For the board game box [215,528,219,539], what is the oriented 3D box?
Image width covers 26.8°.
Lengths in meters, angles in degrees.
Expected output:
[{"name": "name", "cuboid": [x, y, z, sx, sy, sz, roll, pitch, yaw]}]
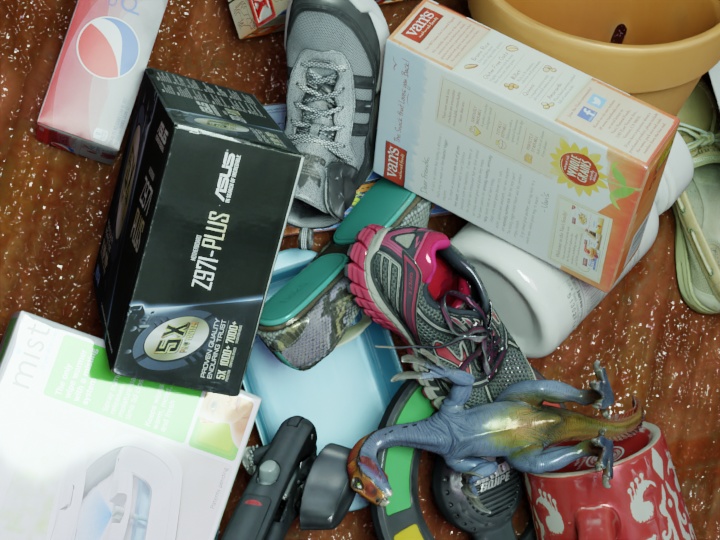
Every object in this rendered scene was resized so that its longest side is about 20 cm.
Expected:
[{"name": "board game box", "cuboid": [-0.204, 0.196, 1.084, 0.199, 0.040, 0.154, 12, 82, -14]}]

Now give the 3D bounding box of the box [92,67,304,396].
[{"name": "box", "cuboid": [-0.115, -0.032, 1.011, 0.086, 0.200, 0.165, 12, 105, -17]}]

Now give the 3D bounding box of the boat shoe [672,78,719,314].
[{"name": "boat shoe", "cuboid": [0.284, -0.066, 1.232, 0.073, 0.063, 0.202, -5, 86, -16]}]

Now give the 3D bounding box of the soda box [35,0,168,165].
[{"name": "soda box", "cuboid": [-0.179, -0.184, 1.111, 0.063, 0.070, 0.201, 18, 80, -11]}]

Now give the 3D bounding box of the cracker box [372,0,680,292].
[{"name": "cracker box", "cuboid": [0.108, -0.086, 1.047, 0.199, 0.134, 0.058, 28, 55, 16]}]

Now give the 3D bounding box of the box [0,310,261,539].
[{"name": "box", "cuboid": [-0.187, 0.150, 1.023, 0.176, 0.097, 0.201, 22, 80, -15]}]

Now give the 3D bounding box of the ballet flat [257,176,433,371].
[{"name": "ballet flat", "cuboid": [0.000, 0.000, 1.113, 0.072, 0.072, 0.200, 47, 61, -7]}]

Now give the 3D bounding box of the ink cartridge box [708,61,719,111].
[{"name": "ink cartridge box", "cuboid": [0.333, -0.128, 1.217, 0.067, 0.200, 0.117, -16, 89, 20]}]

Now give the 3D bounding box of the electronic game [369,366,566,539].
[{"name": "electronic game", "cuboid": [0.091, 0.159, 1.145, 0.199, 0.042, 0.202, 3, 84, -33]}]

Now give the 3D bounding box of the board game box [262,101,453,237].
[{"name": "board game box", "cuboid": [0.015, -0.088, 1.183, 0.199, 0.019, 0.104, -8, 86, -16]}]

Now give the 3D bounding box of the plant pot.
[{"name": "plant pot", "cuboid": [0.169, -0.170, 1.111, 0.199, 0.141, 0.201, 3, 46, -3]}]

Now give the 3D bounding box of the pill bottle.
[{"name": "pill bottle", "cuboid": [0.164, -0.036, 1.166, 0.200, 0.114, 0.115, -43, 97, -24]}]

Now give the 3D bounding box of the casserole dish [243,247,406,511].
[{"name": "casserole dish", "cuboid": [-0.031, 0.082, 1.144, 0.120, 0.039, 0.201, -19, 89, -16]}]

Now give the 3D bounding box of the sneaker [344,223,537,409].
[{"name": "sneaker", "cuboid": [0.070, 0.045, 1.077, 0.200, 0.074, 0.081, 45, 58, -35]}]

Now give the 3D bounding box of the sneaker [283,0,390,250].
[{"name": "sneaker", "cuboid": [-0.027, -0.104, 1.055, 0.075, 0.201, 0.114, 11, 49, 12]}]

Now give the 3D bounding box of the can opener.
[{"name": "can opener", "cuboid": [-0.066, 0.174, 1.033, 0.200, 0.078, 0.064, -55, 136, -50]}]

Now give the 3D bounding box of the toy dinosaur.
[{"name": "toy dinosaur", "cuboid": [0.089, 0.128, 1.067, 0.180, 0.200, 0.106, -12, 68, 25]}]

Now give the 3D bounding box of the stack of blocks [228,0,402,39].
[{"name": "stack of blocks", "cuboid": [0.008, -0.235, 1.143, 0.199, 0.115, 0.059, -18, 90, -34]}]

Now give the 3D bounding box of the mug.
[{"name": "mug", "cuboid": [0.202, 0.226, 1.107, 0.133, 0.177, 0.201, -17, 99, -9]}]
